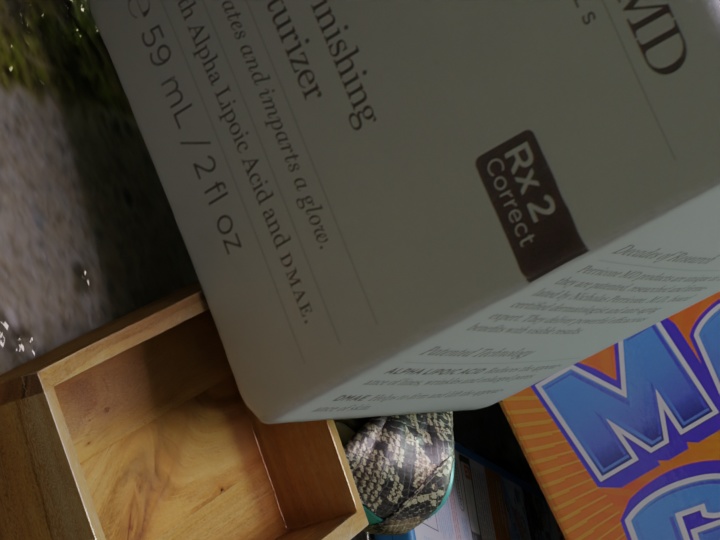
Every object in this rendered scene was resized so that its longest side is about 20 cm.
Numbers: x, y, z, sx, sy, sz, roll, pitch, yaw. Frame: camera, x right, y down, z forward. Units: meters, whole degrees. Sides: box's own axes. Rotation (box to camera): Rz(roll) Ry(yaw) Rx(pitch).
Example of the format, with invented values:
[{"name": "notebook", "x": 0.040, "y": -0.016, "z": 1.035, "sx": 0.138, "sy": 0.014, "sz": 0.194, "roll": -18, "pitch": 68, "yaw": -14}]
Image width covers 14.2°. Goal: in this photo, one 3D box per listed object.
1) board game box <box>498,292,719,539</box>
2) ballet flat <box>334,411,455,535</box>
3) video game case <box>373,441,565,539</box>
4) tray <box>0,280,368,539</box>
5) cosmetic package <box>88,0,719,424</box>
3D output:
[{"name": "board game box", "x": 0.157, "y": 0.017, "z": 1.203, "sx": 0.200, "sy": 0.199, "sz": 0.200, "roll": -99, "pitch": 164, "yaw": -66}, {"name": "ballet flat", "x": 0.000, "y": 0.000, "z": 1.073, "sx": 0.075, "sy": 0.068, "sz": 0.200, "roll": 35, "pitch": 44, "yaw": -41}, {"name": "video game case", "x": 0.057, "y": 0.145, "z": 1.161, "sx": 0.200, "sy": 0.018, "sz": 0.143, "roll": 33, "pitch": 43, "yaw": -60}, {"name": "tray", "x": -0.059, "y": 0.062, "z": 0.902, "sx": 0.200, "sy": 0.037, "sz": 0.099, "roll": -28, "pitch": 100, "yaw": -69}, {"name": "cosmetic package", "x": 0.053, "y": -0.063, "z": 0.949, "sx": 0.165, "sy": 0.200, "sz": 0.165, "roll": 1, "pitch": 63, "yaw": -61}]
